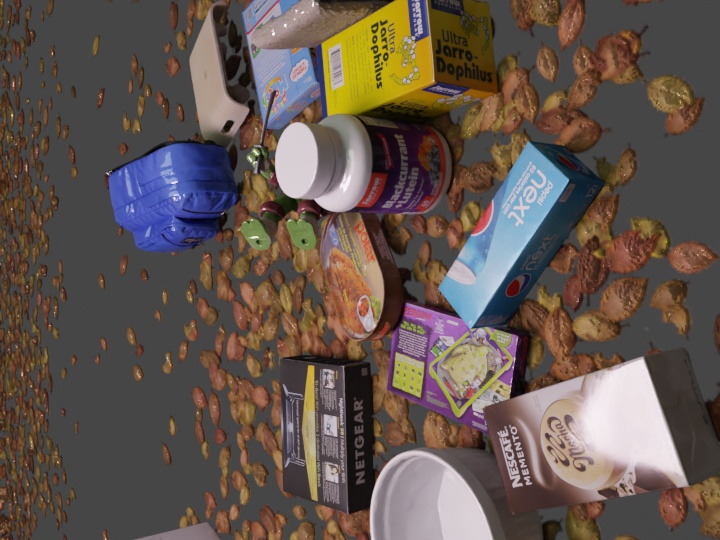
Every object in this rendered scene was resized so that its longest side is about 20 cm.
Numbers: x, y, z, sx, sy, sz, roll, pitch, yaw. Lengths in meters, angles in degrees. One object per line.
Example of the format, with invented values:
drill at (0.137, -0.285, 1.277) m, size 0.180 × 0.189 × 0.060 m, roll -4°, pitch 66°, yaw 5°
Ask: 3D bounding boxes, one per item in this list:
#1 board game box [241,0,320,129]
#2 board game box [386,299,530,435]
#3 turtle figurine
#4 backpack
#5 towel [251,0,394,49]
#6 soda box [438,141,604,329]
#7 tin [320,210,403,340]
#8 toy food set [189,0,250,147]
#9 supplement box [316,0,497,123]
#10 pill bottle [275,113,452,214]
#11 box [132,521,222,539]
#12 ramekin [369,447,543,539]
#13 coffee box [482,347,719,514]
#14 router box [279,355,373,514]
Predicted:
board game box at (-0.115, -0.340, 1.164) m, size 0.151 × 0.036 × 0.203 m, roll -25°, pitch 72°, yaw 48°
board game box at (0.110, 0.112, 0.914) m, size 0.199 × 0.032 × 0.122 m, roll 16°, pitch 106°, yaw 49°
turtle figurine at (-0.087, -0.131, 1.020) m, size 0.195 × 0.142 × 0.201 m, roll -74°, pitch 11°, yaw -45°
backpack at (-0.305, -0.129, 1.316) m, size 0.199 × 0.162 × 0.170 m, roll -22°, pitch 83°, yaw 35°
towel at (-0.019, -0.306, 0.925) m, size 0.132 × 0.199 × 0.035 m, roll -12°, pitch 95°, yaw 49°
soda box at (0.165, -0.033, 0.814) m, size 0.068 × 0.064 × 0.201 m, roll 53°, pitch 128°, yaw 35°
tin at (0.000, 0.000, 1.017) m, size 0.112 × 0.041 × 0.202 m, roll -55°, pitch 42°, yaw 42°
toy food set at (-0.237, -0.332, 1.307) m, size 0.143 × 0.060 × 0.203 m, roll -36°, pitch 62°, yaw 58°
supplement box at (0.050, -0.240, 0.910) m, size 0.199 × 0.108 × 0.111 m, roll -11°, pitch 84°, yaw 50°
pill bottle at (0.004, -0.124, 0.900) m, size 0.111 × 0.198 × 0.113 m, roll 4°, pitch 95°, yaw 50°
box at (-0.343, 0.557, 1.350) m, size 0.106 × 0.198 × 0.154 m, roll 32°, pitch 115°, yaw 46°
ramekin at (0.112, 0.296, 0.860) m, size 0.199 × 0.104 × 0.203 m, roll 2°, pitch 93°, yaw 51°
coffee box at (0.225, 0.159, 0.735) m, size 0.199 × 0.079 × 0.114 m, roll -31°, pitch 68°, yaw 46°
router box at (-0.051, 0.227, 1.095) m, size 0.156 × 0.052 × 0.203 m, roll 0°, pitch 91°, yaw 50°
